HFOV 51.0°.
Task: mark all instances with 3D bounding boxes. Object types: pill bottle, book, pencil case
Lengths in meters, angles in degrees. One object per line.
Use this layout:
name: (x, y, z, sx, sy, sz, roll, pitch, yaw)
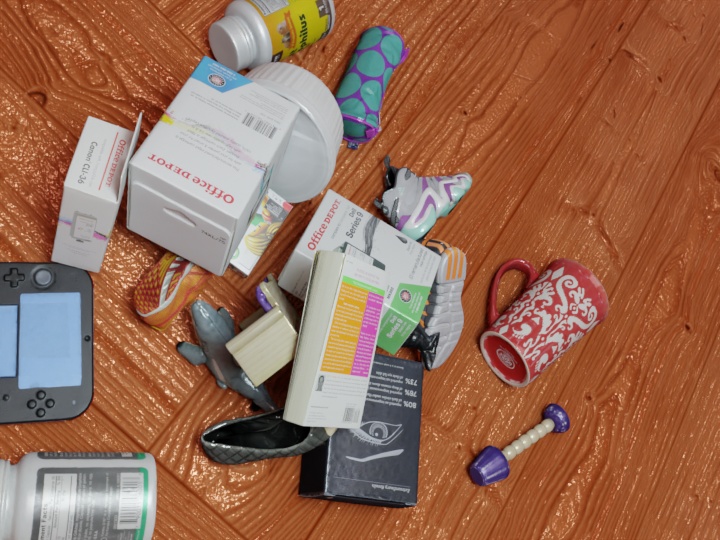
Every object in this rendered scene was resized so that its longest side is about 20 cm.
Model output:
pill bottle: (-0.141, -0.388, 1.192, 0.199, 0.109, 0.110, -37, 92, -30)
book: (-0.022, 0.090, 0.934, 0.133, 0.047, 0.206, 21, 80, -56)
pill bottle: (-0.345, 0.271, 0.882, 0.195, 0.113, 0.116, 7, 71, -24)
pencil case: (0.014, -0.309, 1.258, 0.090, 0.085, 0.204, 19, 66, -2)

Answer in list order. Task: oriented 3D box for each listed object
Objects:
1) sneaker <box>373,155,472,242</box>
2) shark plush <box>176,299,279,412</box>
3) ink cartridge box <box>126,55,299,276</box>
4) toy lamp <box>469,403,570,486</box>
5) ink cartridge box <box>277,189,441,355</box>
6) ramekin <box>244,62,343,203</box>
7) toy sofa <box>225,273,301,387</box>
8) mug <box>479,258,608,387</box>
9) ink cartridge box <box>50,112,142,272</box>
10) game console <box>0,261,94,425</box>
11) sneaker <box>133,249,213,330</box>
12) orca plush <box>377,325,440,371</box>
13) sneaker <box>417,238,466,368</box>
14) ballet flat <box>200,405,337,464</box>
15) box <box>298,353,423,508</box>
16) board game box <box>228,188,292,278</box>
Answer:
sneaker: (0.096, -0.144, 1.253, 0.140, 0.078, 0.200, 44, 47, 5)
shark plush: (-0.175, 0.133, 1.026, 0.090, 0.083, 0.203, -27, 87, -31)
ink cartridge box: (-0.192, -0.134, 0.980, 0.144, 0.147, 0.203, 26, 56, -4)
toy lamp: (0.254, 0.280, 1.209, 0.197, 0.058, 0.059, -27, 87, -31)
ink cartridge box: (0.000, 0.000, 1.075, 0.197, 0.085, 0.147, 30, 45, -4)
ramekin: (-0.114, -0.208, 1.104, 0.201, 0.202, 0.095, 36, 50, -11)
toy sofa: (-0.128, 0.073, 0.996, 0.082, 0.200, 0.099, -35, 96, -1)
mug: (0.288, 0.085, 1.269, 0.199, 0.176, 0.136, -37, 128, -26)
ink cartridge box: (-0.331, -0.104, 0.944, 0.066, 0.201, 0.119, 16, 51, -19)
game console: (-0.426, 0.089, 0.947, 0.173, 0.031, 0.206, 2, 73, -26)
sneaker: (-0.233, -0.007, 1.043, 0.073, 0.078, 0.200, 38, 73, 20)
orca plush: (0.022, 0.097, 1.115, 0.197, 0.071, 0.107, 32, 104, -5)
sneaker: (0.106, 0.047, 1.200, 0.076, 0.111, 0.206, -2, 108, -38)
ballet flat: (-0.116, 0.214, 0.993, 0.195, 0.057, 0.068, -18, 63, 6)
box: (0.002, 0.225, 1.073, 0.145, 0.104, 0.205, 14, 69, -22)
board game box: (-0.212, -0.100, 1.100, 0.198, 0.035, 0.128, 36, 71, -12)
